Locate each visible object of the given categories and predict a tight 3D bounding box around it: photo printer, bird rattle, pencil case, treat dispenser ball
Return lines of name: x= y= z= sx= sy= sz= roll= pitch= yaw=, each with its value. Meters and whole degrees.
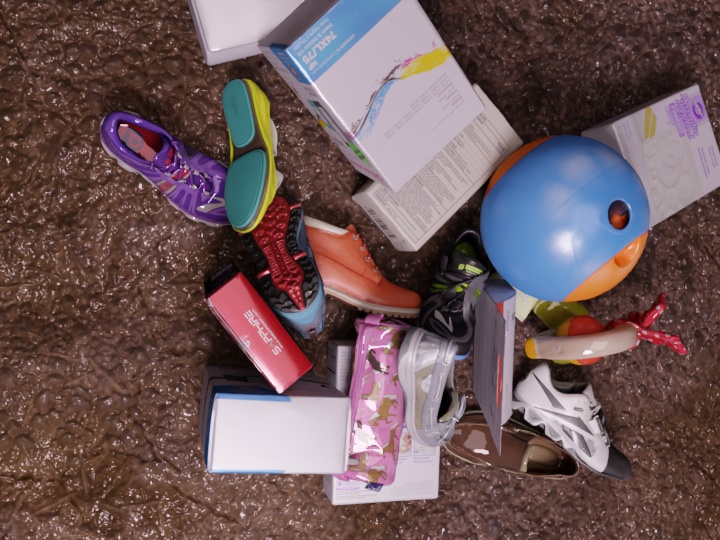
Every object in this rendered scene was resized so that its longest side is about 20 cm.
photo printer: x=-0.112 y=-0.351 z=0.857 sx=0.198 sy=0.069 sz=0.168 roll=-17 pitch=97 yaw=-14
bird rattle: x=0.306 y=0.092 z=0.927 sx=0.162 sy=0.199 sz=0.114 roll=-15 pitch=104 yaw=-42
pencil case: x=0.017 y=0.153 z=0.850 sx=0.082 sy=0.087 sz=0.202 roll=11 pitch=88 yaw=0
treat dispenser ball: x=0.246 y=-0.063 z=0.869 sx=0.199 sy=0.201 sz=0.203 roll=-1 pitch=93 yaw=-15

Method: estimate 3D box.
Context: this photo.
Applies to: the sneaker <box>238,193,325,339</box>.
sneaker: x=-0.087 y=-0.003 z=0.825 sx=0.079 sy=0.201 sz=0.096 roll=-17 pitch=138 yaw=1

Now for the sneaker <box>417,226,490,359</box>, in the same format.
sneaker: x=0.118 y=0.023 z=0.887 sx=0.070 sy=0.083 sz=0.201 roll=16 pitch=49 yaw=1

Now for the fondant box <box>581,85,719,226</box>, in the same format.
fondant box: x=0.407 y=-0.155 z=0.980 sx=0.199 sy=0.058 sz=0.146 roll=-26 pitch=98 yaw=-30

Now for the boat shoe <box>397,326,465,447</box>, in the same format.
boat shoe: x=0.091 y=0.145 z=0.833 sx=0.075 sy=0.064 sz=0.203 roll=-59 pitch=148 yaw=-39

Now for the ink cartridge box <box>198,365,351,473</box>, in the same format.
ink cartridge box: x=-0.106 y=0.166 z=0.815 sx=0.145 sy=0.200 sz=0.087 roll=5 pitch=90 yaw=-16

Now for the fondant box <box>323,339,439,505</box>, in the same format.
fondant box: x=0.029 y=0.193 z=0.927 sx=0.143 sy=0.058 sz=0.203 roll=2 pitch=93 yaw=-15

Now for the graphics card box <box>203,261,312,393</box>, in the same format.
graphics card box: x=-0.122 y=0.057 z=0.806 sx=0.051 sy=0.200 sz=0.126 roll=-39 pitch=100 yaw=-9

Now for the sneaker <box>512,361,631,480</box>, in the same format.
sneaker: x=0.301 y=0.202 z=0.963 sx=0.199 sy=0.074 sz=0.089 roll=37 pitch=104 yaw=-4

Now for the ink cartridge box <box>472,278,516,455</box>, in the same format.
ink cartridge box: x=0.176 y=0.110 z=0.880 sx=0.056 sy=0.200 sz=0.165 roll=-1 pitch=102 yaw=-4

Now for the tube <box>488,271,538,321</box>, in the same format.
tube: x=0.261 y=-0.025 z=0.986 sx=0.200 sy=0.058 sz=0.052 roll=-44 pitch=117 yaw=-9

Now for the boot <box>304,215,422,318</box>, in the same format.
boot: x=0.000 y=0.000 z=0.905 sx=0.198 sy=0.075 sz=0.108 roll=19 pitch=83 yaw=-14

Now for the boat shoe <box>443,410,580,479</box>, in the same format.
boat shoe: x=0.208 y=0.239 z=0.969 sx=0.200 sy=0.075 sz=0.076 roll=14 pitch=89 yaw=-15

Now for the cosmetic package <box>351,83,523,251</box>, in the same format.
cosmetic package: x=0.096 y=-0.129 z=0.915 sx=0.200 sy=0.087 sz=0.104 roll=-43 pitch=100 yaw=-8

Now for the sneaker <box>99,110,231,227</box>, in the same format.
sneaker: x=-0.215 y=-0.116 z=0.833 sx=0.199 sy=0.083 sz=0.081 roll=29 pitch=85 yaw=-17

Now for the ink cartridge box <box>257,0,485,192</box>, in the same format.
ink cartridge box: x=0.011 y=-0.221 z=0.812 sx=0.146 sy=0.147 sz=0.200 roll=-43 pitch=116 yaw=-2

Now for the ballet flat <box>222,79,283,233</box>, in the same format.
ballet flat: x=-0.122 y=-0.133 z=0.842 sx=0.067 sy=0.066 sz=0.202 roll=24 pitch=52 yaw=-55
